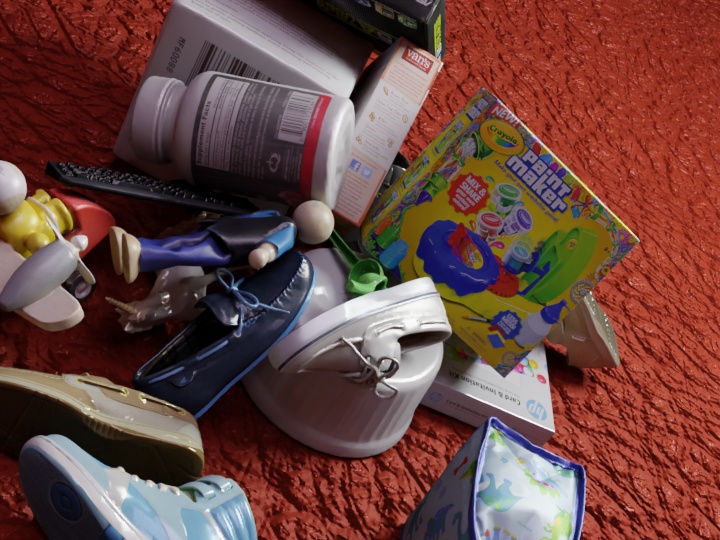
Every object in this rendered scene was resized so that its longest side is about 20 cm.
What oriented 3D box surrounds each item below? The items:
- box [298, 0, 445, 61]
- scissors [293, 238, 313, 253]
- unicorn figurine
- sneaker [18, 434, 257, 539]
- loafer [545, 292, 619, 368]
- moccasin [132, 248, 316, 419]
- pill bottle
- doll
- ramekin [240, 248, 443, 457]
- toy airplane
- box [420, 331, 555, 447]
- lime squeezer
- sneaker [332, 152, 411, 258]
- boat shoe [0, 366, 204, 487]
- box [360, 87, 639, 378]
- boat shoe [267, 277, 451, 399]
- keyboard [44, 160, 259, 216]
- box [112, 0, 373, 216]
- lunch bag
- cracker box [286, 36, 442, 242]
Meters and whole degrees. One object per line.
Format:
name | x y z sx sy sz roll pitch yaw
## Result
box | -0.004 -0.287 1.211 0.199 0.048 0.193 28 -7 7
scissors | -0.023 0.005 1.261 0.198 0.014 0.073 26 30 -15
unicorn figurine | -0.164 0.008 1.087 0.136 0.075 0.200 -15 21 -6
sneaker | -0.166 0.185 0.902 0.200 0.080 0.131 47 39 0
loafer | 0.235 0.047 1.301 0.201 0.068 0.076 57 22 -32
moccasin | -0.116 0.050 1.009 0.200 0.080 0.068 -50 125 -21
pill bottle | -0.112 -0.128 1.091 0.198 0.112 0.111 12 37 8
doll | -0.114 -0.026 1.013 0.198 0.049 0.136 -10 16 -24
ramekin | -0.015 0.072 1.122 0.199 0.098 0.202 21 39 -18
toy airplane | -0.316 -0.024 0.960 0.197 0.142 0.200 7 31 -6
box | 0.133 0.087 1.264 0.155 0.041 0.201 24 39 -17
lime squeezer | 0.000 0.000 1.068 0.071 0.037 0.200 62 2 -21
sneaker | 0.025 -0.052 1.262 0.074 0.106 0.201 19 33 -37
boat shoe | -0.223 0.122 0.939 0.198 0.074 0.067 24 27 -19
box | 0.134 -0.041 1.156 0.200 0.193 0.122 42 10 -10
boat shoe | 0.010 0.072 1.011 0.201 0.075 0.087 -16 73 -47
keyboard | -0.198 -0.079 1.088 0.198 0.021 0.127 10 6 -29
box | -0.124 -0.186 1.229 0.198 0.201 0.172 29 33 -6
lunch bag | 0.099 0.256 0.947 0.127 0.171 0.201 28 36 -2
cracker box | 0.002 -0.136 1.216 0.057 0.134 0.202 29 78 -12
